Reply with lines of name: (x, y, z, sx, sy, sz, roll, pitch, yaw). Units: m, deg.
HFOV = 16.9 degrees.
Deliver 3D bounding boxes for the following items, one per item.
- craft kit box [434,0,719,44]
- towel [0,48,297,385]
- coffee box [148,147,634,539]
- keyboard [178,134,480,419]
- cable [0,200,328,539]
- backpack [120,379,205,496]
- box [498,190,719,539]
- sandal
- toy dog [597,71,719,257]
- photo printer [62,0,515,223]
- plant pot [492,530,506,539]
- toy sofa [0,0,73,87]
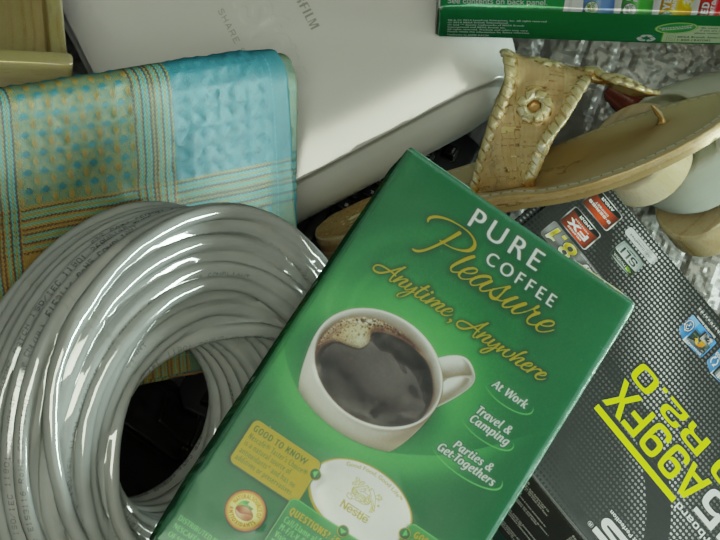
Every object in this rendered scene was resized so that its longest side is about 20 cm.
craft kit box: (0.136, -0.207, 1.145, 0.199, 0.049, 0.198, 1, 74, 1)
towel: (-0.111, -0.017, 1.075, 0.199, 0.022, 0.147, -12, 108, -36)
coffee box: (0.014, 0.064, 1.019, 0.123, 0.044, 0.200, 32, 77, -3)
keyboard: (0.000, 0.000, 1.178, 0.104, 0.040, 0.200, 25, 67, 9)
cable: (-0.081, 0.068, 1.059, 0.200, 0.069, 0.201, 38, 73, -40)
backpack: (-0.198, 0.060, 1.150, 0.154, 0.200, 0.191, -24, 90, 36)
box: (0.116, 0.068, 1.114, 0.200, 0.044, 0.160, 50, 47, 3)
sandal: (0.069, -0.066, 1.121, 0.211, 0.078, 0.070, -21, 107, 13)
toy dog: (0.196, -0.096, 1.200, 0.199, 0.132, 0.096, -25, 53, -5)
photo printer: (-0.031, -0.113, 1.189, 0.199, 0.069, 0.167, -27, 73, -1)
plant pot: (0.071, 0.207, 1.156, 0.141, 0.141, 0.201, 39, 72, -45)
toy sofa: (-0.185, -0.127, 1.150, 0.082, 0.200, 0.098, 1, 135, -13)
